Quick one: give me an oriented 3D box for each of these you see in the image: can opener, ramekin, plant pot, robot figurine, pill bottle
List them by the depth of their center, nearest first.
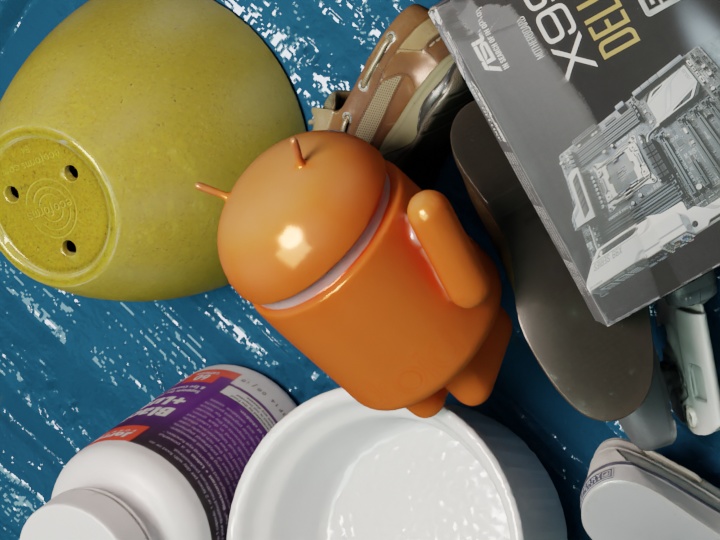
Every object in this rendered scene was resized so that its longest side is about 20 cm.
[{"bbox_3d":[0.001,-0.001,1.633,0.117,0.144,0.200,-48,117,-1],"label":"robot figurine"},{"bbox_3d":[0.165,0.005,1.643,0.053,0.067,0.200,19,124,63],"label":"can opener"},{"bbox_3d":[0.028,0.170,1.746,0.200,0.098,0.201,-2,86,29],"label":"ramekin"},{"bbox_3d":[-0.153,-0.061,1.763,0.200,0.142,0.200,12,115,27],"label":"plant pot"},{"bbox_3d":[-0.122,0.143,1.794,0.111,0.200,0.112,12,115,26],"label":"pill bottle"}]

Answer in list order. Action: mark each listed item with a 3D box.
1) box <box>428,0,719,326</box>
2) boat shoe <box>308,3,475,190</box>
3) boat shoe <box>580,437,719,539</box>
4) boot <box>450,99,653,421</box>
[{"bbox_3d":[0.152,-0.094,1.575,0.158,0.050,0.200,-28,95,-2],"label":"box"},{"bbox_3d":[0.008,-0.076,1.711,0.074,0.076,0.200,49,124,17],"label":"boat shoe"},{"bbox_3d":[0.213,0.167,1.688,0.200,0.066,0.072,31,122,-9],"label":"boat shoe"},{"bbox_3d":[0.112,-0.002,1.649,0.074,0.075,0.200,-23,72,-4],"label":"boot"}]
